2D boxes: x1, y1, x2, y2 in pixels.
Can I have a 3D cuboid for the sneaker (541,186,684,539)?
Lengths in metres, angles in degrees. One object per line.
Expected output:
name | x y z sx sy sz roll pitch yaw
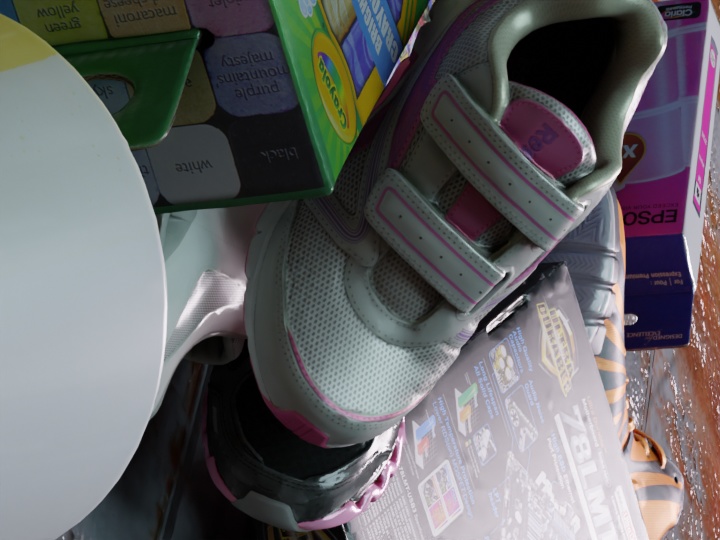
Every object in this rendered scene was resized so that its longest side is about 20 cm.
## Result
sneaker | 0.106 0.059 1.378 0.112 0.077 0.201 22 75 -48

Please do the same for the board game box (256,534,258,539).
board game box | 0.007 0.202 1.171 0.151 0.036 0.201 4 81 -68

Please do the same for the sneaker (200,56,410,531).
sneaker | 0.000 0.000 1.032 0.096 0.079 0.201 104 7 -52

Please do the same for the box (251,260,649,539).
box | 0.047 0.124 1.143 0.198 0.049 0.201 -39 116 -51

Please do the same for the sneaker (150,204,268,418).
sneaker | -0.057 -0.018 1.011 0.200 0.074 0.089 -50 133 -48

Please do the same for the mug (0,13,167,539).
mug | -0.162 0.005 0.686 0.153 0.186 0.150 -19 136 -59

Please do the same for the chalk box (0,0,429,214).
chalk box | -0.064 -0.098 0.928 0.200 0.124 0.125 -64 143 -55

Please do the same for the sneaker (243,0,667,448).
sneaker | 0.033 -0.031 0.959 0.081 0.088 0.201 36 74 -18

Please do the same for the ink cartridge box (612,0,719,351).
ink cartridge box | 0.127 -0.049 1.452 0.037 0.094 0.201 58 34 -50

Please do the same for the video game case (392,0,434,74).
video game case | 0.015 -0.026 1.226 0.200 0.045 0.182 -60 141 -56
